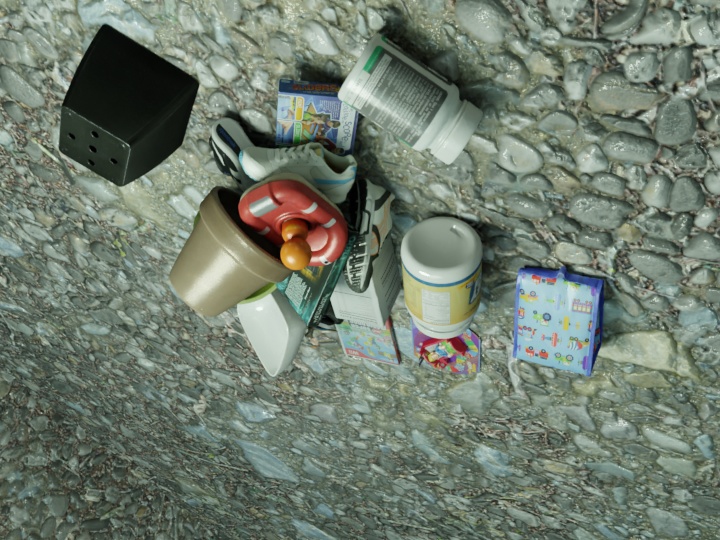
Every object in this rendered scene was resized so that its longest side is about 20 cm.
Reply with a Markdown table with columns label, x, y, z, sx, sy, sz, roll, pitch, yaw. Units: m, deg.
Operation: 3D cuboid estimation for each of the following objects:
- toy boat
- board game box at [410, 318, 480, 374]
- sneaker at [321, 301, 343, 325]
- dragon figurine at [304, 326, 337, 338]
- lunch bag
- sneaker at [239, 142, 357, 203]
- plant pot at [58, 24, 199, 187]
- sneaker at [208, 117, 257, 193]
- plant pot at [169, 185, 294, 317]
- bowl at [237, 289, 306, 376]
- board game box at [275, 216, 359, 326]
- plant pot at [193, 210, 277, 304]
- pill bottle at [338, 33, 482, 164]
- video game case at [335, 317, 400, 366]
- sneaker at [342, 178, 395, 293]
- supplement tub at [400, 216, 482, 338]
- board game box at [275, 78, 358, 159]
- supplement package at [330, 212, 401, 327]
| label | x | y | z | sx | sy | sz | roll | pitch | yaw |
| --- | --- | --- | --- | --- | --- | --- | --- | --- | --- |
| toy boat | -0.105 | -0.059 | 1.329 | 0.130 | 0.132 | 0.200 | -23 | 143 | 27 |
| board game box | 0.178 | 0.177 | 1.752 | 0.157 | 0.039 | 0.201 | 14 | 143 | 18 |
| sneaker | -0.092 | 0.033 | 1.672 | 0.200 | 0.112 | 0.073 | 44 | 141 | -22 |
| dragon figurine | -0.124 | 0.094 | 1.783 | 0.059 | 0.100 | 0.199 | 28 | 159 | -36 |
| lunch bag | 0.360 | 0.078 | 1.479 | 0.149 | 0.094 | 0.201 | 12 | 133 | 25 |
| sneaker | -0.103 | -0.177 | 1.347 | 0.198 | 0.077 | 0.081 | 11 | 132 | -23 |
| plant pot | -0.435 | -0.276 | 1.464 | 0.198 | 0.178 | 0.200 | 30 | 144 | -6 |
| sneaker | -0.207 | -0.179 | 1.496 | 0.201 | 0.073 | 0.112 | 58 | 162 | 4 |
| plant pot | -0.235 | -0.018 | 1.412 | 0.200 | 0.201 | 0.175 | 41 | 103 | -19 |
| bowl | -0.179 | 0.095 | 1.695 | 0.201 | 0.074 | 0.200 | 56 | 145 | 26 |
| board game box | -0.082 | -0.020 | 1.476 | 0.135 | 0.028 | 0.201 | 47 | 121 | 41 |
| plant pot | -0.252 | -0.062 | 1.592 | 0.200 | 0.200 | 0.190 | 49 | 177 | -29 |
| pill bottle | 0.076 | -0.252 | 1.212 | 0.199 | 0.114 | 0.113 | 33 | 145 | -6 |
| video game case | 0.010 | 0.138 | 1.835 | 0.142 | 0.018 | 0.201 | 10 | 142 | 22 |
| sneaker | 0.021 | -0.058 | 1.437 | 0.079 | 0.202 | 0.073 | 11 | 175 | -35 |
| supplement tub | 0.149 | 0.017 | 1.479 | 0.143 | 0.145 | 0.201 | 14 | 144 | 18 |
| board game box | -0.076 | -0.226 | 1.364 | 0.134 | 0.035 | 0.201 | 4 | 141 | -6 |
| supplement package | 0.000 | 0.000 | 1.585 | 0.113 | 0.110 | 0.201 | 11 | 142 | 22 |
